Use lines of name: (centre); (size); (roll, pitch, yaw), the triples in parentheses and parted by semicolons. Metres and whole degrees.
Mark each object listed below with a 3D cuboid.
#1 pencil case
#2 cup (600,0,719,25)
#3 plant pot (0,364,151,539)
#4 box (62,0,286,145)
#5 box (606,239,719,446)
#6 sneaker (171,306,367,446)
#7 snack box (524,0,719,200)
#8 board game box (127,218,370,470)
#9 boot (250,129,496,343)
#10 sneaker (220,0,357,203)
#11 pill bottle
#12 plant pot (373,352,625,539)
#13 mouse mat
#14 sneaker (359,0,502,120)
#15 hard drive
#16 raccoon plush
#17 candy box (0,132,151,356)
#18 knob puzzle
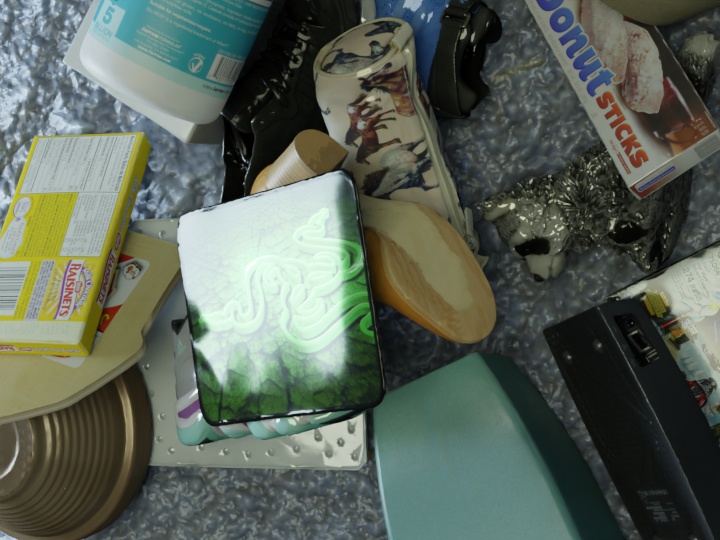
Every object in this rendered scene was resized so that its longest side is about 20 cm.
pencil case: (0.029, -0.084, 1.102); (0.089, 0.078, 0.201); (-4, 122, 28)
cup: (0.216, -0.255, 1.032); (0.200, 0.200, 0.143); (43, 130, 11)
plant pot: (-0.277, 0.129, 1.232); (0.200, 0.093, 0.202); (1, 93, 27)
box: (-0.119, -0.214, 1.172); (0.124, 0.097, 0.201); (33, 102, 13)
box: (0.283, 0.078, 1.091); (0.136, 0.040, 0.201); (-28, 85, 16)
sneaker: (-0.078, 0.054, 1.134); (0.199, 0.078, 0.141); (-12, 89, 39)
snack box: (0.183, -0.146, 1.069); (0.072, 0.024, 0.201); (-34, 53, 16)
board game box: (-0.089, 0.057, 1.216); (0.199, 0.026, 0.201); (-1, 93, 18)
boot: (-0.001, 0.000, 1.095); (0.201, 0.071, 0.144); (45, 146, 7)
sneaker: (-0.061, -0.135, 1.131); (0.060, 0.104, 0.201); (43, 145, 39)
pill bottle: (-0.111, -0.213, 1.061); (0.110, 0.111, 0.201); (29, 100, 14)
plant pot: (0.095, 0.170, 1.110); (0.141, 0.141, 0.201); (-27, 75, 17)
mouse mat: (-0.061, 0.024, 1.066); (0.199, 0.008, 0.162); (-12, 85, 44)
sneaker: (0.054, -0.210, 1.126); (0.111, 0.077, 0.201); (3, 98, 23)
hard drive: (0.205, 0.118, 1.076); (0.042, 0.135, 0.201); (-25, 85, -15)
raccoon plush: (0.176, -0.084, 1.111); (0.133, 0.097, 0.201); (17, 73, 27)
candy box: (-0.238, -0.024, 1.201); (0.102, 0.026, 0.201); (2, 57, 16)
knob puzzle: (-0.249, 0.046, 1.193); (0.218, 0.031, 0.221); (-8, 50, 10)
